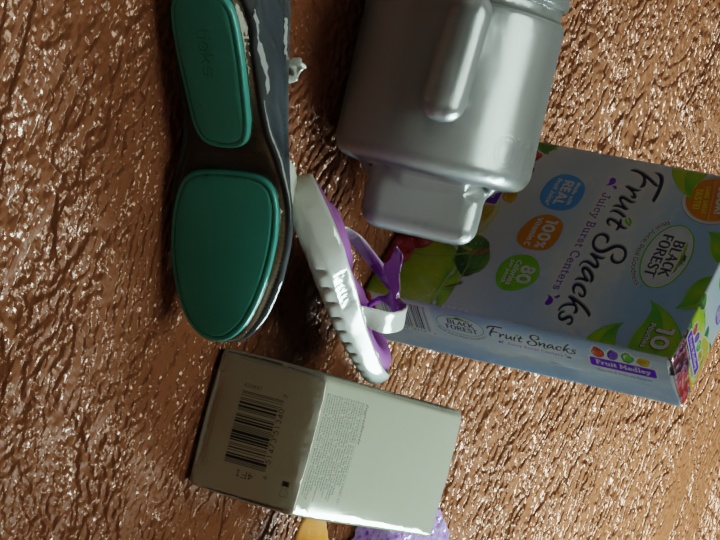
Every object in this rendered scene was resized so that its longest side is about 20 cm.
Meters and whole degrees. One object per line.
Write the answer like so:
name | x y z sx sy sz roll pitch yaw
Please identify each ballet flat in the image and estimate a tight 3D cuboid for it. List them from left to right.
ballet flat | -0.058 -0.063 1.329 0.073 0.073 0.200 -37 132 -54

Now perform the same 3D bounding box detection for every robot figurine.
robot figurine | 0.053 -0.117 1.476 0.170 0.113 0.200 -137 -121 -87

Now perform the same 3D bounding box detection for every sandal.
sandal | 0.003 0.007 1.441 0.203 0.050 0.083 65 3 -68

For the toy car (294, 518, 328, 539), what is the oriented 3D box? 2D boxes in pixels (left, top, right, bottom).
toy car | -0.020 0.238 1.491 0.177 0.184 0.200 3 70 -64

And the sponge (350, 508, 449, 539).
sponge | 0.031 0.223 1.692 0.112 0.030 0.200 -63 151 -27

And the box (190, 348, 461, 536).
box | -0.016 0.100 1.491 0.200 0.068 0.082 24 81 -65

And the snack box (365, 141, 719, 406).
snack box | 0.123 -0.006 1.574 0.142 0.200 0.053 -60 149 -31
